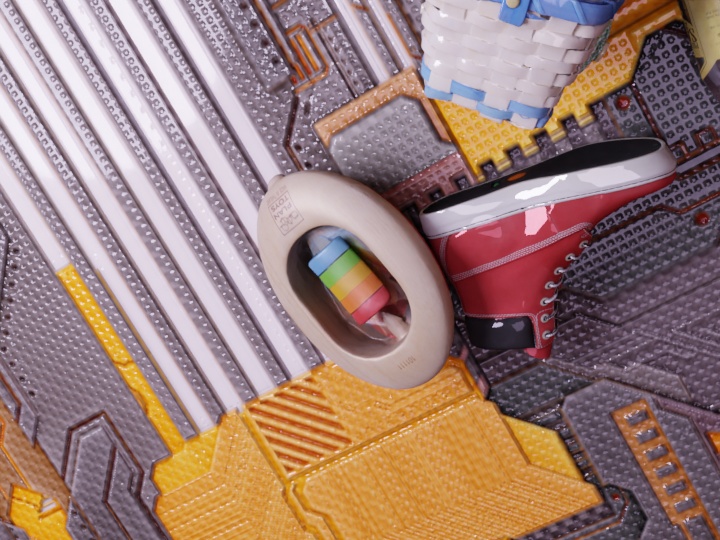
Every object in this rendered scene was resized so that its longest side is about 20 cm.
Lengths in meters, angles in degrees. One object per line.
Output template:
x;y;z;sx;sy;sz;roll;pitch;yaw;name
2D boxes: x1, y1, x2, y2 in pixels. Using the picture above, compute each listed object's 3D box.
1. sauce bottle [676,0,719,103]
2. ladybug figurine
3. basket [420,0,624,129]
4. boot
0.264;-0.162;0.733;0.065;0.066;0.202;-17;101;17;sauce bottle
0.000;0.000;0.830;0.135;0.072;0.201;-36;93;33;ladybug figurine
0.114;-0.214;0.696;0.138;0.177;0.201;14;128;9;basket
0.159;-0.011;0.803;0.198;0.072;0.145;-18;103;25;boot
